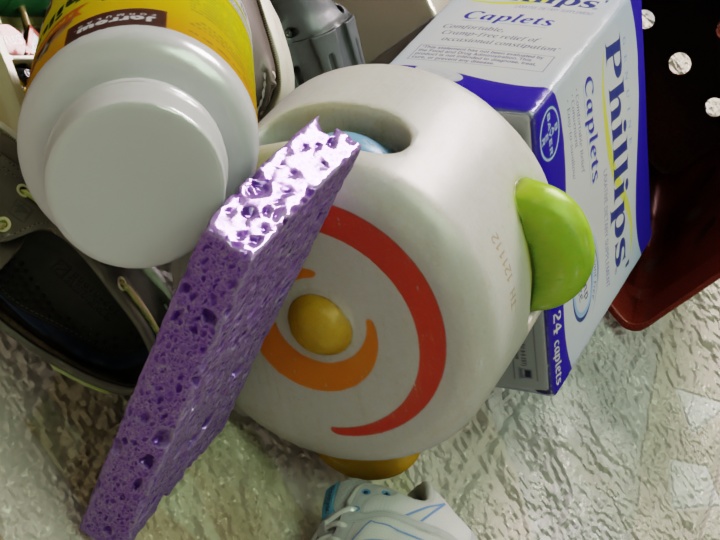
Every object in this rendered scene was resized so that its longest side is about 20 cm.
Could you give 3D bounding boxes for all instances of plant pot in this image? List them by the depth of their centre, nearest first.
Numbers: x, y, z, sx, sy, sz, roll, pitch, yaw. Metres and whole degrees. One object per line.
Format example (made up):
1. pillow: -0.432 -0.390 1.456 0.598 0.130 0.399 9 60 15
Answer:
1. plant pot: 0.212 -0.116 1.294 0.200 0.200 0.176 49 26 -9

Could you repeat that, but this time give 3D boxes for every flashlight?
1. flashlight: -0.044 -0.203 1.105 0.068 0.067 0.201 -97 170 -69

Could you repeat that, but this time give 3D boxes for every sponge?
1. sponge: -0.067 0.032 0.872 0.030 0.200 0.112 32 38 6

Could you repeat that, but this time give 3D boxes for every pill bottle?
1. pill bottle: -0.103 -0.078 0.883 0.109 0.109 0.200 39 16 -20

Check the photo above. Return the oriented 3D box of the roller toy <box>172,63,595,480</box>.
1. roller toy: 0.000 0.000 0.978 0.182 0.200 0.140 42 39 -2

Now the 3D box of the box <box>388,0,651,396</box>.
1. box: 0.094 -0.058 1.115 0.200 0.104 0.185 -51 141 -51

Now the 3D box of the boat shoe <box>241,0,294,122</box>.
1. boat shoe: -0.099 -0.171 1.039 0.059 0.072 0.201 -8 75 -52

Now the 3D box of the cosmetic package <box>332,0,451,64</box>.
1. cosmetic package: 0.010 -0.228 1.224 0.103 0.087 0.201 -9 71 -51

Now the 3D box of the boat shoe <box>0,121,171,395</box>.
1. boat shoe: -0.167 -0.014 0.887 0.202 0.072 0.060 40 14 -24

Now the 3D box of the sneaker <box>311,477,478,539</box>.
1. sneaker: -0.007 0.153 0.962 0.200 0.075 0.087 -6 61 -57

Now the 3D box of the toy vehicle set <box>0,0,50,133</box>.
1. toy vehicle set: -0.123 -0.101 1.040 0.200 0.026 0.125 -8 70 -49
